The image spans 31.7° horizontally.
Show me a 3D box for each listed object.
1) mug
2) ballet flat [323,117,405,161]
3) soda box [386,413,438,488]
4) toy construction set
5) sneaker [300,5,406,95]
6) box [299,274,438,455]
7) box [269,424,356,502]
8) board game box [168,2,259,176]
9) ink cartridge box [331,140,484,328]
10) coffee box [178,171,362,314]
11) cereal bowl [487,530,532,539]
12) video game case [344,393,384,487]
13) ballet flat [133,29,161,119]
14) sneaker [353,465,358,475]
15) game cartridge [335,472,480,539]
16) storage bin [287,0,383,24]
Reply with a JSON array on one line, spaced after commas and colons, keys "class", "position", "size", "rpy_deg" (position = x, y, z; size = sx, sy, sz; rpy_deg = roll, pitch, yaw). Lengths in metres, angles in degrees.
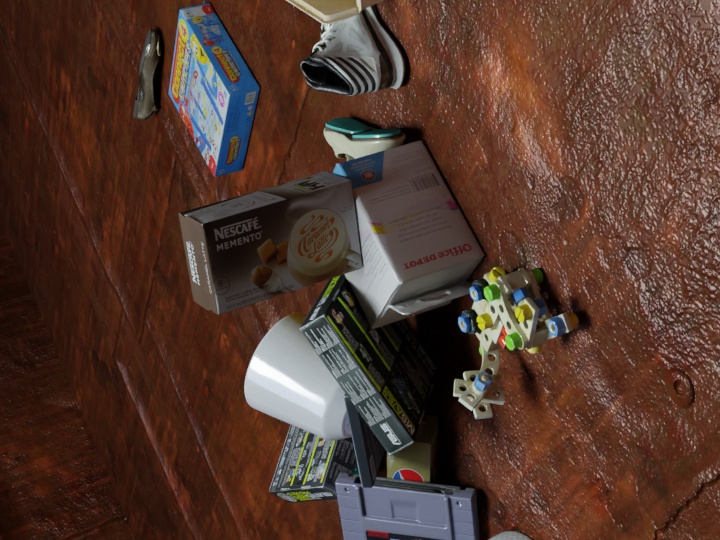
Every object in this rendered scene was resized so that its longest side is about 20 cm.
[{"class": "mug", "position": [-0.049, 0.144, 1.772], "size": [0.152, 0.188, 0.149], "rpy_deg": [28, 171, 28]}, {"class": "ballet flat", "position": [0.009, -0.159, 1.658], "size": [0.200, 0.068, 0.071], "rpy_deg": [-149, 47, -66]}, {"class": "soda box", "position": [0.073, 0.300, 1.777], "size": [0.068, 0.063, 0.203], "rpy_deg": [-66, -22, -58]}, {"class": "toy construction set", "position": [0.168, 0.075, 1.465], "size": [0.132, 0.091, 0.201], "rpy_deg": [57, 139, 28]}, {"class": "sneaker", "position": [-0.035, -0.298, 1.601], "size": [0.202, 0.114, 0.076], "rpy_deg": [57, 150, 30]}, {"class": "box", "position": [0.017, 0.102, 1.617], "size": [0.047, 0.194, 0.201], "rpy_deg": [-29, 105, 26]}, {"class": "box", "position": [-0.051, 0.239, 1.876], "size": [0.159, 0.044, 0.202], "rpy_deg": [-19, 48, 54]}, {"class": "board game box", "position": [-0.244, -0.295, 2.084], "size": [0.197, 0.055, 0.201], "rpy_deg": [58, 151, 27]}, {"class": "ink cartridge box", "position": [0.050, -0.033, 1.576], "size": [0.202, 0.127, 0.126], "rpy_deg": [64, 152, 20]}, {"class": "coffee box", "position": [-0.106, -0.036, 1.512], "size": [0.079, 0.198, 0.116], "rpy_deg": [23, 125, 57]}, {"class": "cereal bowl", "position": [0.195, 0.444, 1.631], "size": [0.200, 0.082, 0.203], "rpy_deg": [39, 138, 48]}, {"class": "video game case", "position": [0.019, 0.171, 1.700], "size": [0.201, 0.019, 0.145], "rpy_deg": [-67, -29, -58]}, {"class": "ballet flat", "position": [-0.388, -0.360, 2.354], "size": [0.068, 0.046, 0.202], "rpy_deg": [-89, 13, -46]}, {"class": "sneaker", "position": [-0.035, 0.283, 1.997], "size": [0.199, 0.083, 0.123], "rpy_deg": [13, 107, 59]}, {"class": "game cartridge", "position": [0.066, 0.348, 1.744], "size": [0.197, 0.038, 0.132], "rpy_deg": [3, 115, 21]}, {"class": "storage bin", "position": [-0.063, -0.434, 1.551], "size": [0.198, 0.093, 0.202], "rpy_deg": [41, 148, 42]}]
